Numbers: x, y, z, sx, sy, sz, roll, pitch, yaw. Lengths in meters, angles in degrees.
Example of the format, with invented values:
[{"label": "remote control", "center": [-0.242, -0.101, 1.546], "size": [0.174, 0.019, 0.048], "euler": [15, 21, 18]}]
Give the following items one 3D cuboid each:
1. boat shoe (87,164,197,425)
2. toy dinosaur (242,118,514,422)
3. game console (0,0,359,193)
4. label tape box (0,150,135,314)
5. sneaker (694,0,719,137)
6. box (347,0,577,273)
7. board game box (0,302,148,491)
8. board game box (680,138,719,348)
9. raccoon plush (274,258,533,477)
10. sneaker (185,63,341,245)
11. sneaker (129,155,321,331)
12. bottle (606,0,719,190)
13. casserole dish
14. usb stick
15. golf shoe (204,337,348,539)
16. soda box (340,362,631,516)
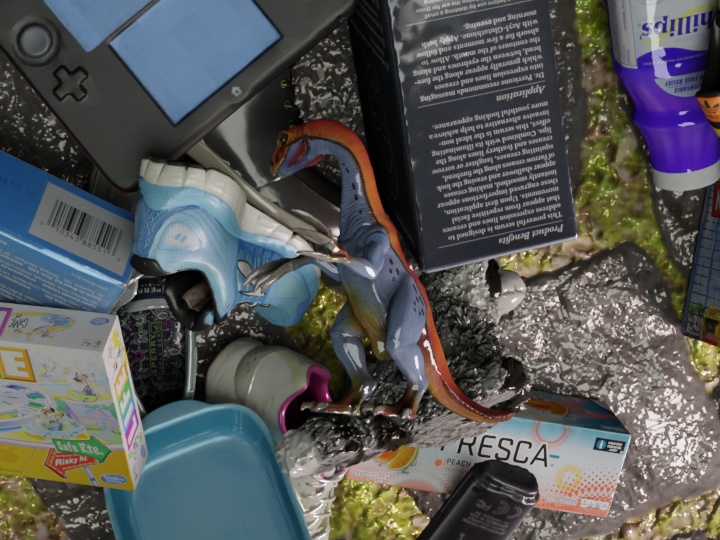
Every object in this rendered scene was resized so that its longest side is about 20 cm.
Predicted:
[{"label": "boat shoe", "center": [-0.137, 0.010, 1.658], "size": [0.070, 0.072, 0.201], "euler": [-9, 112, -9]}, {"label": "toy dinosaur", "center": [0.000, 0.000, 1.566], "size": [0.200, 0.105, 0.182], "euler": [7, 86, -43]}, {"label": "game console", "center": [-0.128, -0.175, 1.578], "size": [0.200, 0.031, 0.177], "euler": [-39, 88, 4]}, {"label": "label tape box", "center": [-0.243, 0.013, 1.617], "size": [0.144, 0.063, 0.200], "euler": [26, 138, -13]}, {"label": "sneaker", "center": [0.274, -0.172, 1.636], "size": [0.090, 0.070, 0.200], "euler": [37, 66, -42]}, {"label": "box", "center": [0.060, -0.122, 1.611], "size": [0.107, 0.148, 0.200], "euler": [-12, 113, -8]}, {"label": "board game box", "center": [-0.245, 0.075, 1.608], "size": [0.200, 0.034, 0.135], "euler": [6, 136, 13]}, {"label": "board game box", "center": [0.289, -0.041, 1.692], "size": [0.062, 0.200, 0.200], "euler": [2, 95, -16]}, {"label": "raccoon plush", "center": [0.024, 0.045, 1.655], "size": [0.200, 0.097, 0.134], "euler": [-11, 69, -28]}, {"label": "sneaker", "center": [-0.053, -0.100, 1.633], "size": [0.200, 0.075, 0.106], "euler": [36, 100, -21]}, {"label": "sneaker", "center": [-0.096, 0.000, 1.601], "size": [0.200, 0.078, 0.090], "euler": [39, 67, -56]}, {"label": "bottle", "center": [0.210, -0.154, 1.678], "size": [0.083, 0.065, 0.200], "euler": [-11, 112, -8]}, {"label": "casserole dish", "center": [-0.093, 0.181, 1.636], "size": [0.121, 0.200, 0.039], "euler": [-21, 157, -1]}, {"label": "usb stick", "center": [0.060, 0.203, 1.754], "size": [0.055, 0.033, 0.200], "euler": [22, 130, -14]}, {"label": "golf shoe", "center": [-0.046, 0.144, 1.704], "size": [0.075, 0.091, 0.200], "euler": [-33, 116, -46]}, {"label": "soda box", "center": [0.083, 0.118, 1.752], "size": [0.200, 0.064, 0.069], "euler": [10, 108, -17]}]
